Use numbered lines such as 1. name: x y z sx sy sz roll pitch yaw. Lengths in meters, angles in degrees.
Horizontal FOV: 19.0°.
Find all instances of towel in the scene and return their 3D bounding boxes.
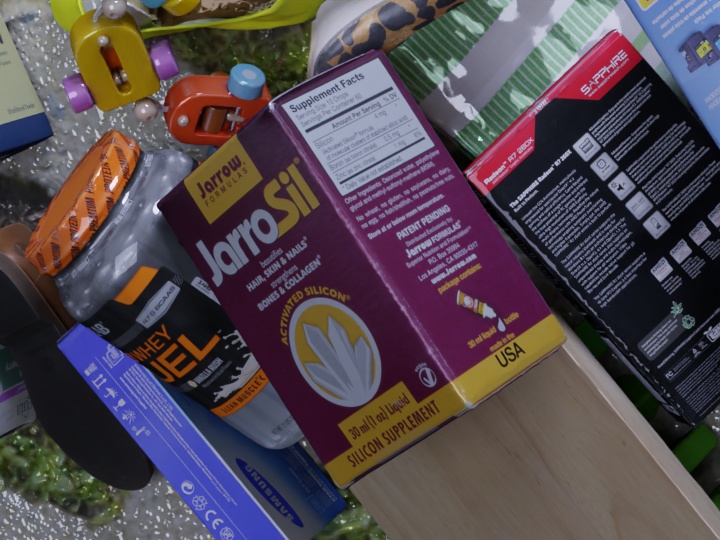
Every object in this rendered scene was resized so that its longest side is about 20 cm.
1. towel: 0.096 -0.132 1.297 0.200 0.023 0.153 42 112 7

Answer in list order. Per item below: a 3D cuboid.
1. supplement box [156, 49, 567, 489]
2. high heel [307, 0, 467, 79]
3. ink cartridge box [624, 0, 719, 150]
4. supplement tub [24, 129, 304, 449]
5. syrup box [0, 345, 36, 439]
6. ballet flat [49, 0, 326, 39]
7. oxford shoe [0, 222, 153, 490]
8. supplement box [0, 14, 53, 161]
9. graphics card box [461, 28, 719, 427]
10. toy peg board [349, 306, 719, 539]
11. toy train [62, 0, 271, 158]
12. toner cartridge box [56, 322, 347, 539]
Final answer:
1. supplement box: 0.000 0.000 1.220 0.200 0.103 0.131 56 136 4
2. high heel: 0.041 -0.139 1.264 0.142 0.072 0.201 3 136 0
3. ink cartridge box: 0.235 -0.097 1.164 0.076 0.136 0.201 -39 70 25
4. supplement tub: -0.097 0.009 1.315 0.200 0.123 0.123 35 113 -15
5. syrup box: -0.327 0.072 1.470 0.199 0.079 0.082 0 102 20
6. ballet flat: -0.116 -0.178 1.341 0.199 0.067 0.067 0 96 21
7. oxford shoe: -0.187 0.056 1.426 0.071 0.071 0.201 -16 113 33
8. supplement box: -0.346 -0.131 1.400 0.199 0.134 0.201 -22 94 23
9. graphics card box: 0.167 -0.023 1.244 0.125 0.051 0.200 -44 93 -3
10. toy peg board: 0.131 0.138 1.321 0.200 0.098 0.199 51 129 5
11. toy train: -0.102 -0.152 1.284 0.149 0.056 0.201 -2 134 -20
12. toner cartridge box: -0.100 0.100 1.384 0.043 0.095 0.200 -41 87 24
